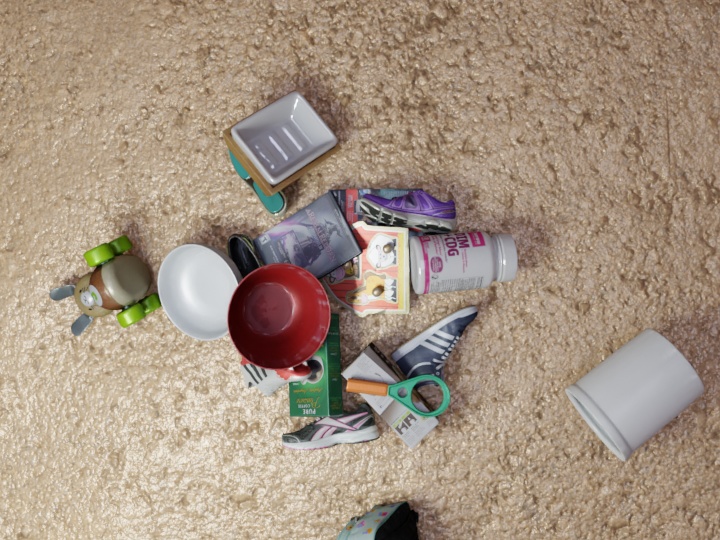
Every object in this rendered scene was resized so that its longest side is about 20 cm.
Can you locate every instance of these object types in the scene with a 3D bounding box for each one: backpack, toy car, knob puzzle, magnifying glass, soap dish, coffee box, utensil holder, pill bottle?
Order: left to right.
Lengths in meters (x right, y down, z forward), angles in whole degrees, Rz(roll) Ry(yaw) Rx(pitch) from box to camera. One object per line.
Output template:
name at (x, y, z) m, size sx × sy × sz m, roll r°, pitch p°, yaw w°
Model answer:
toy car at (-0.538, 0.050, 1.557) m, size 0.198 × 0.158 × 0.166 m, roll -25°, pitch 98°, yaw 14°
soap dish at (-0.157, -0.251, 1.526) m, size 0.200 × 0.081 × 0.158 m, roll -38°, pitch 87°, yaw -32°
coffee box at (-0.093, 0.190, 1.526) m, size 0.122 × 0.044 × 0.203 m, roll -13°, pitch 77°, yaw 42°
knob puzzle at (0.000, 0.000, 1.547) m, size 0.217 × 0.030 × 0.222 m, roll 3°, pitch 104°, yaw 12°
backpack at (0.034, 0.558, 1.473) m, size 0.152 × 0.200 × 0.178 m, roll -16°, pitch 90°, yaw 19°
coffee box at (0.060, 0.245, 1.520) m, size 0.080 × 0.114 × 0.200 m, roll -44°, pitch 87°, yaw 1°
magnifying glass at (0.072, 0.231, 1.456) m, size 0.197 × 0.022 × 0.081 m, roll 8°, pitch 86°, yaw 0°
pill bottle at (0.201, -0.018, 1.511) m, size 0.197 × 0.113 × 0.115 m, roll -5°, pitch 88°, yaw -5°
utensil holder at (0.524, 0.234, 1.465) m, size 0.199 × 0.170 × 0.171 m, roll -38°, pitch 87°, yaw -1°

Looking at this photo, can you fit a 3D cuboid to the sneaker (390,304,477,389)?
sneaker at (0.168, 0.159, 1.530) m, size 0.199 × 0.070 × 0.109 m, roll -33°, pitch 76°, yaw 10°

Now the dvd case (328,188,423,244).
dvd case at (0.032, -0.096, 1.576) m, size 0.197 × 0.022 × 0.148 m, roll -1°, pitch 89°, yaw 5°

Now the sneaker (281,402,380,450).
sneaker at (-0.063, 0.316, 1.556) m, size 0.197 × 0.080 × 0.087 m, roll -8°, pitch 75°, yaw -3°

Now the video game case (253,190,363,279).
video game case at (-0.109, -0.049, 1.555) m, size 0.199 × 0.019 × 0.144 m, roll -31°, pitch 78°, yaw 16°

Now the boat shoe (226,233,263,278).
boat shoe at (-0.224, 0.020, 1.570) m, size 0.071 × 0.061 × 0.203 m, roll -25°, pitch 87°, yaw 4°

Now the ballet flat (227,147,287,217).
ballet flat at (-0.208, -0.194, 1.574) m, size 0.069 × 0.069 × 0.201 m, roll -30°, pitch 82°, yaw 3°

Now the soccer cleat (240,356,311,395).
soccer cleat at (-0.168, 0.211, 1.525) m, size 0.199 × 0.068 × 0.086 m, roll 3°, pitch 101°, yaw 42°

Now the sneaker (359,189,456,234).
sneaker at (0.096, -0.126, 1.537) m, size 0.197 × 0.081 × 0.084 m, roll 10°, pitch 73°, yaw -4°

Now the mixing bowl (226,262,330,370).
mixing bowl at (-0.166, 0.080, 1.472) m, size 0.198 × 0.108 × 0.203 m, roll -2°, pitch 97°, yaw -19°

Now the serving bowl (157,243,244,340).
serving bowl at (-0.313, 0.038, 1.558) m, size 0.198 × 0.066 × 0.203 m, roll 7°, pitch 107°, yaw 22°
